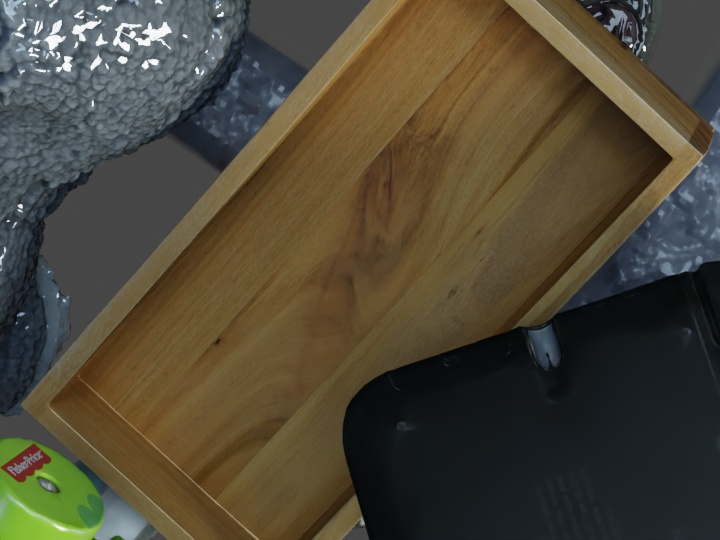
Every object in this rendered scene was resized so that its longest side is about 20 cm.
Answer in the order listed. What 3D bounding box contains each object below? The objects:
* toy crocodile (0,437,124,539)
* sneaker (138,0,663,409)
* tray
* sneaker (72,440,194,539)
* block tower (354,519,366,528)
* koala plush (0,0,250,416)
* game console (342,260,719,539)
[{"bbox_3d":[-0.141,0.062,0.753,0.199,0.062,0.068,27,112,-22],"label":"toy crocodile"},{"bbox_3d":[0.017,-0.045,0.845,0.200,0.116,0.076,-39,93,20],"label":"sneaker"},{"bbox_3d":[0.000,0.000,0.781,0.099,0.037,0.200,42,110,-1],"label":"tray"},{"bbox_3d":[-0.144,0.097,0.855,0.200,0.074,0.082,-36,91,2],"label":"sneaker"},{"bbox_3d":[0.050,0.045,0.879,0.199,0.054,0.058,-11,88,-3],"label":"block tower"},{"bbox_3d":[-0.137,-0.036,0.813,0.183,0.177,0.201,29,106,28],"label":"koala plush"},{"bbox_3d":[0.108,0.111,0.744,0.175,0.116,0.201,-19,71,5],"label":"game console"}]
